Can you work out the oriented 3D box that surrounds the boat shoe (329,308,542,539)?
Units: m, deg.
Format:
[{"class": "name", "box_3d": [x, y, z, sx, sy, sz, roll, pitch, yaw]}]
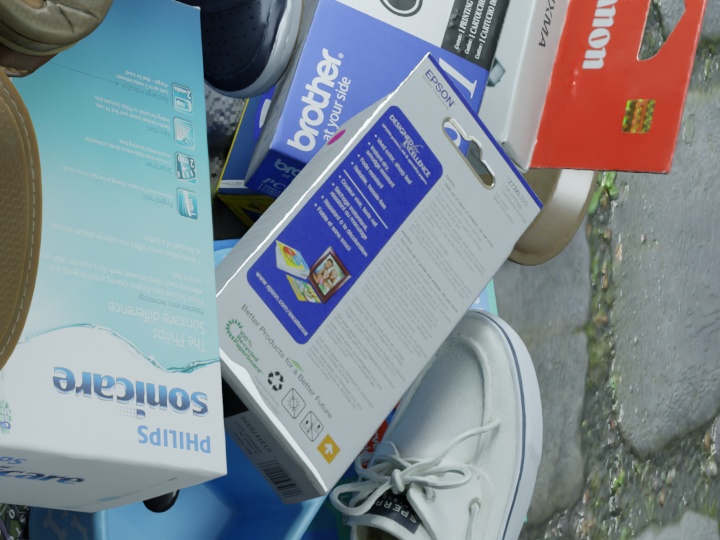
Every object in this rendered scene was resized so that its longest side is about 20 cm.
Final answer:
[{"class": "boat shoe", "box_3d": [0.022, 0.109, 1.006, 0.086, 0.074, 0.204, 29, 73, -55]}]

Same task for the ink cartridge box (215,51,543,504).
[{"class": "ink cartridge box", "box_3d": [0.000, 0.000, 0.982, 0.095, 0.037, 0.200, 52, 54, -16]}]

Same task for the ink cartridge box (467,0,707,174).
[{"class": "ink cartridge box", "box_3d": [0.103, -0.150, 1.234, 0.044, 0.172, 0.202, 41, 58, -52]}]

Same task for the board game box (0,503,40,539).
[{"class": "board game box", "box_3d": [-0.171, 0.062, 0.935, 0.135, 0.028, 0.202, -45, 128, -49]}]

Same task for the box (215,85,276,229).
[{"class": "box", "box_3d": [-0.006, -0.108, 1.162, 0.070, 0.064, 0.202, 47, 53, -49]}]

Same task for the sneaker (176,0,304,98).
[{"class": "sneaker", "box_3d": [-0.083, -0.181, 1.024, 0.108, 0.070, 0.202, -4, 89, -62]}]

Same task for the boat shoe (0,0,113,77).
[{"class": "boat shoe", "box_3d": [-0.112, -0.149, 0.833, 0.072, 0.067, 0.201, 36, 49, -21]}]

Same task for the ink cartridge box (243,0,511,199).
[{"class": "ink cartridge box", "box_3d": [0.018, -0.114, 1.089, 0.093, 0.044, 0.201, 23, 62, -12]}]

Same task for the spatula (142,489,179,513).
[{"class": "spatula", "box_3d": [-0.098, 0.015, 0.956, 0.021, 0.056, 0.201, 33, 36, -45]}]

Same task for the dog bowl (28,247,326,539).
[{"class": "dog bowl", "box_3d": [-0.060, 0.076, 0.983, 0.111, 0.049, 0.201, 42, 64, -18]}]

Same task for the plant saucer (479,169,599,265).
[{"class": "plant saucer", "box_3d": [0.098, -0.104, 1.367, 0.200, 0.029, 0.202, -6, 97, -59]}]

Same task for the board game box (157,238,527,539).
[{"class": "board game box", "box_3d": [-0.020, 0.059, 1.066, 0.199, 0.045, 0.154, -6, 85, -33]}]

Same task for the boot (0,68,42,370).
[{"class": "boot", "box_3d": [-0.196, -0.055, 0.764, 0.074, 0.153, 0.202, -33, 115, -57]}]

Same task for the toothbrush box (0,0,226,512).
[{"class": "toothbrush box", "box_3d": [-0.135, -0.015, 0.871, 0.146, 0.085, 0.202, 12, 66, -47]}]
